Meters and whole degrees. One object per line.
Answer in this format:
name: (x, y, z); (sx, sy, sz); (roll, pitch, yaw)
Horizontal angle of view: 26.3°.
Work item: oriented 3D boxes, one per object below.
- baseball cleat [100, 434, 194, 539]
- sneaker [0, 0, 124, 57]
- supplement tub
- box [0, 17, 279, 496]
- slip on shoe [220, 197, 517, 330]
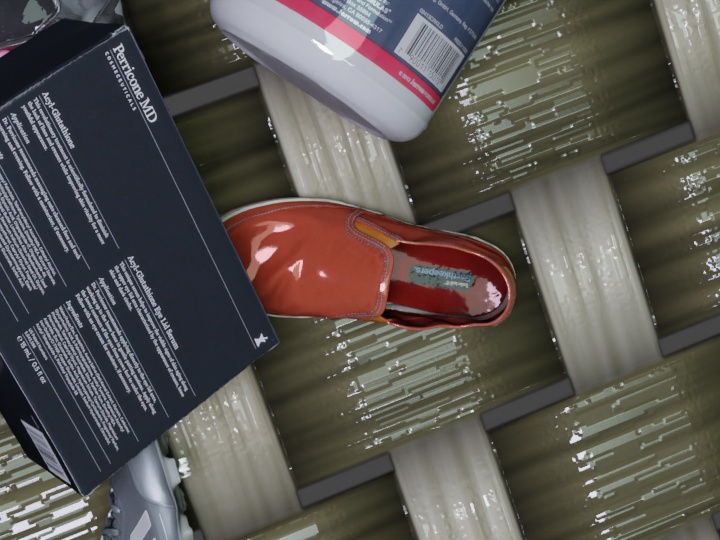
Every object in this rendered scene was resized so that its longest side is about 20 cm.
baseball cleat: (-0.141, 0.180, 0.898); (0.106, 0.070, 0.201); (-12, 99, -9)
sneaker: (-0.220, -0.139, 0.837); (0.199, 0.079, 0.096); (-8, 92, -25)
supplement tub: (0.022, -0.186, 0.845); (0.140, 0.140, 0.200); (32, 90, -13)
box: (-0.148, -0.009, 0.801); (0.141, 0.079, 0.201); (-36, 120, -24)
slip on shoe: (0.000, 0.000, 0.906); (0.199, 0.061, 0.074); (8, 98, -10)
